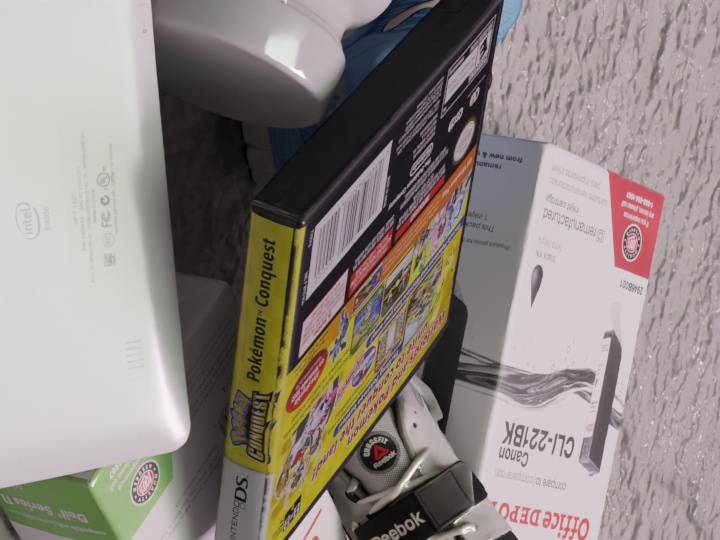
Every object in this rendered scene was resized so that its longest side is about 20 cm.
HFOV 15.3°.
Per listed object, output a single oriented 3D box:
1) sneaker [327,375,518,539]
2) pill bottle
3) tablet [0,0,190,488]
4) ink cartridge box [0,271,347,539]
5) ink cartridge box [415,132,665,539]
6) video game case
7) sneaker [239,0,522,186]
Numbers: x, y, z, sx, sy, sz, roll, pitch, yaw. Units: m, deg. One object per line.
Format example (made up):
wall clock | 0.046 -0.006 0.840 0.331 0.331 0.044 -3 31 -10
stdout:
sneaker | 0.020 0.108 1.208 0.074 0.200 0.089 -37 146 5
pill bottle | -0.027 -0.169 1.094 0.116 0.115 0.201 39 67 -54
tablet | -0.131 -0.019 1.009 0.129 0.014 0.202 -10 102 -26
ink cartridge box | -0.075 0.109 1.150 0.117 0.067 0.201 -57 140 -34
ink cartridge box | 0.071 0.042 1.345 0.144 0.083 0.202 17 85 -58
video game case | 0.000 0.000 1.112 0.200 0.025 0.182 -50 155 -49
sneaker | 0.029 -0.089 1.238 0.200 0.089 0.079 -43 133 -47
